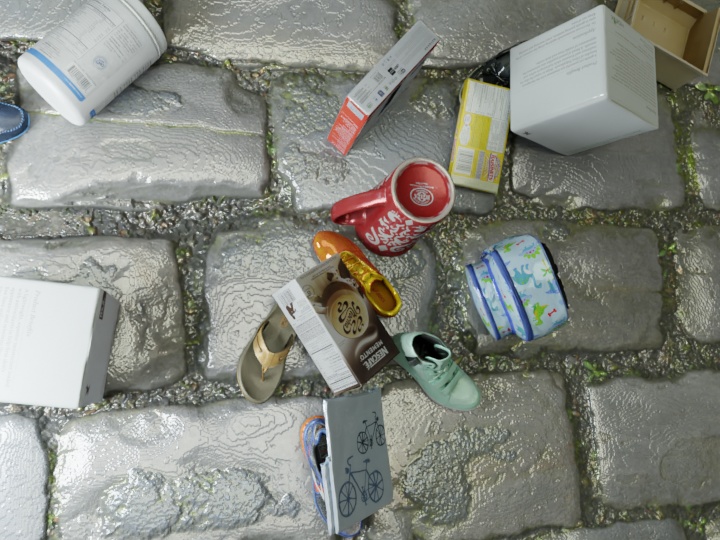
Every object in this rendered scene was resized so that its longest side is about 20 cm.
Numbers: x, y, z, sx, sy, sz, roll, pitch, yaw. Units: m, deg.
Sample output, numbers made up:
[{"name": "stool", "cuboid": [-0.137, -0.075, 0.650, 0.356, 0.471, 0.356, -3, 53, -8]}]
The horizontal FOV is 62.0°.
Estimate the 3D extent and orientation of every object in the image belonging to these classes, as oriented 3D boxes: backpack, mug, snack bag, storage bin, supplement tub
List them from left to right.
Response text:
[{"name": "supplement tub", "cuboid": [-0.428, -0.346, 0.967, 0.132, 0.132, 0.200, 42, 72, -4]}, {"name": "snack bag", "cuboid": [-0.006, 0.295, 0.962, 0.021, 0.188, 0.202, -11, 81, 29]}, {"name": "mug", "cuboid": [0.057, -0.097, 1.012, 0.177, 0.200, 0.134, -30, 89, -17]}, {"name": "backpack", "cuboid": [0.271, 0.037, 1.044, 0.146, 0.200, 0.185, -23, 88, 3]}, {"name": "storage bin", "cuboid": [0.656, -0.526, 1.294, 0.198, 0.094, 0.200, 24, 76, -9]}]

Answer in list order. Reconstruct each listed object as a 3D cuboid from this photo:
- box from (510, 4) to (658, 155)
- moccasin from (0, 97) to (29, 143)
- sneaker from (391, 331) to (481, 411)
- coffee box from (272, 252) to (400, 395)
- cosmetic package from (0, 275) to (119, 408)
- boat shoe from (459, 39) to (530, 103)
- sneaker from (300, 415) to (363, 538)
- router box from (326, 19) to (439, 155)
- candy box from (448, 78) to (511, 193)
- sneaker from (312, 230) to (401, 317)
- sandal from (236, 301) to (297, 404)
[{"name": "box", "cuboid": [0.414, -0.340, 1.116, 0.199, 0.198, 0.173, 10, 77, -38]}, {"name": "moccasin", "cuboid": [-0.628, -0.234, 0.929, 0.198, 0.068, 0.081, -7, 82, -16]}, {"name": "sneaker", "cuboid": [0.143, 0.178, 1.029, 0.200, 0.118, 0.074, 37, 72, -7]}, {"name": "coffee box", "cuboid": [-0.039, 0.089, 0.997, 0.113, 0.080, 0.201, -34, 92, -44]}, {"name": "cosmetic package", "cuboid": [-0.473, 0.102, 0.860, 0.198, 0.165, 0.167, 9, 79, -12]}, {"name": "boat shoe", "cuboid": [0.278, -0.392, 1.188, 0.199, 0.066, 0.075, -35, 92, -17]}, {"name": "sneaker", "cuboid": [-0.047, 0.339, 0.974, 0.075, 0.078, 0.202, -21, 86, -16]}, {"name": "router box", "cuboid": [0.036, -0.316, 1.055, 0.049, 0.179, 0.200, 41, 74, -4]}, {"name": "candy box", "cuboid": [0.231, -0.257, 1.152, 0.101, 0.026, 0.202, 10, 92, -14]}, {"name": "sneaker", "cuboid": [0.000, 0.000, 1.046, 0.200, 0.077, 0.073, 42, 75, -3]}, {"name": "sandal", "cuboid": [-0.143, 0.122, 0.998, 0.080, 0.054, 0.201, 29, 74, -9]}]
